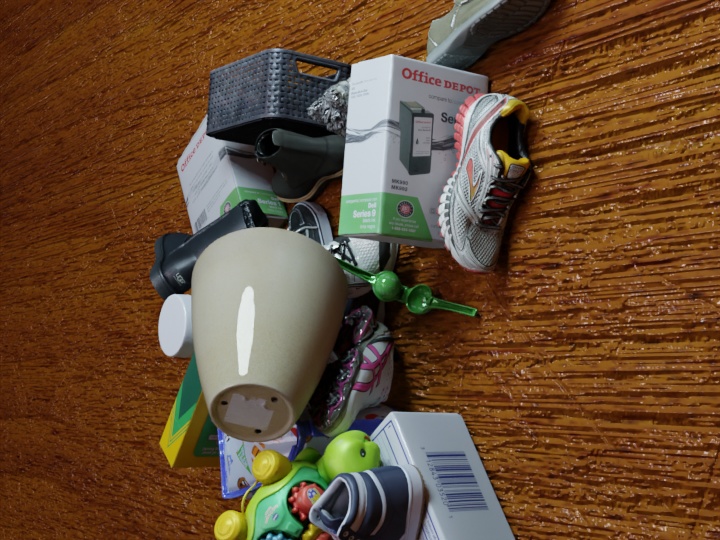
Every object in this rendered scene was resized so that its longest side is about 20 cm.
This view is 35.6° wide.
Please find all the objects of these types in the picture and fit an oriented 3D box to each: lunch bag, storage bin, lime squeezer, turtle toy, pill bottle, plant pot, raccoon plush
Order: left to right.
[{"bbox_3d":[-0.166,0.080,1.522,0.111,0.199,0.112,-11,77,54],"label":"pill bottle"},{"bbox_3d":[-0.111,0.087,1.255,0.188,0.187,0.200,-54,21,36],"label":"plant pot"},{"bbox_3d":[-0.114,-0.232,1.548,0.200,0.135,0.094,-2,83,55],"label":"storage bin"},{"bbox_3d":[-0.054,0.258,1.212,0.101,0.146,0.200,25,79,42],"label":"turtle toy"},{"bbox_3d":[-0.057,0.218,1.371,0.200,0.169,0.124,-29,64,49],"label":"lunch bag"},{"bbox_3d":[0.017,-0.143,1.347,0.097,0.134,0.201,-45,50,41],"label":"raccoon plush"},{"bbox_3d":[0.045,0.025,1.320,0.199,0.071,0.038,22,97,14],"label":"lime squeezer"}]

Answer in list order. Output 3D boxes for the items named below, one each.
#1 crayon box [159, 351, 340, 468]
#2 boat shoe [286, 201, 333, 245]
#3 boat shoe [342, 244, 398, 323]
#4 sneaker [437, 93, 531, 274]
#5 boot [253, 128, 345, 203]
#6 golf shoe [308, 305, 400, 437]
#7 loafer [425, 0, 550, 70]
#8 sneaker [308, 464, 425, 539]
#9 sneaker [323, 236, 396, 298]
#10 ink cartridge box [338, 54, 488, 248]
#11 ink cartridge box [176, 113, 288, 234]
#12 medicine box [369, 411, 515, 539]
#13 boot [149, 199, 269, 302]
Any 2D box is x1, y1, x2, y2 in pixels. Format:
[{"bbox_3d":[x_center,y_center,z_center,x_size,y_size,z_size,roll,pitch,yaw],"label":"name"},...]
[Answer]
[{"bbox_3d":[-0.142,0.176,1.474,0.058,0.199,0.173,52,126,45],"label":"crayon box"},{"bbox_3d":[-0.080,-0.028,1.512,0.200,0.068,0.074,-105,34,-44],"label":"boat shoe"},{"bbox_3d":[0.000,0.000,1.416,0.072,0.060,0.202,10,94,56],"label":"boat shoe"},{"bbox_3d":[0.138,-0.096,1.217,0.082,0.078,0.201,4,89,54],"label":"sneaker"},{"bbox_3d":[-0.105,-0.150,1.522,0.200,0.138,0.078,-27,64,52],"label":"boot"},{"bbox_3d":[0.003,0.128,1.304,0.072,0.092,0.200,-33,20,33],"label":"golf shoe"},{"bbox_3d":[0.134,-0.292,1.253,0.200,0.075,0.070,-28,67,50],"label":"loafer"},{"bbox_3d":[0.001,0.299,1.150,0.070,0.108,0.201,7,90,55],"label":"sneaker"},{"bbox_3d":[-0.047,0.006,1.360,0.200,0.088,0.076,-33,71,20],"label":"sneaker"},{"bbox_3d":[0.061,-0.131,1.272,0.084,0.145,0.201,0,85,56],"label":"ink cartridge box"},{"bbox_3d":[-0.198,-0.122,1.698,0.146,0.084,0.201,-47,49,41],"label":"ink cartridge box"},{"bbox_3d":[0.056,0.288,1.257,0.200,0.103,0.183,-54,45,37],"label":"medicine box"},{"bbox_3d":[-0.204,-0.039,1.570,0.168,0.077,0.200,-31,16,6],"label":"boot"}]
